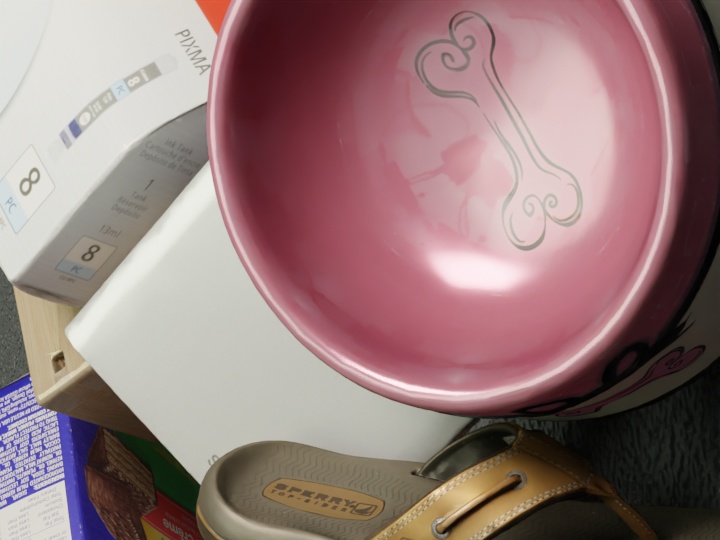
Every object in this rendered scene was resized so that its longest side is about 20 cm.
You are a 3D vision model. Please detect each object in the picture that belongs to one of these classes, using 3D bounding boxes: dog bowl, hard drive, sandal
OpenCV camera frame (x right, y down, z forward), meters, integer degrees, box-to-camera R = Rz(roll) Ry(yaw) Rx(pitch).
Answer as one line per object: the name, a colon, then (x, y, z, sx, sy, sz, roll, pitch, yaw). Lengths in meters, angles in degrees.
dog bowl: (0.038, -0.044, 0.758, 0.199, 0.074, 0.202, 6, 102, 29)
hard drive: (0.000, 0.000, 0.851, 0.132, 0.027, 0.200, 46, 114, 8)
sandal: (0.036, 0.075, 0.797, 0.199, 0.082, 0.055, 11, 116, 27)

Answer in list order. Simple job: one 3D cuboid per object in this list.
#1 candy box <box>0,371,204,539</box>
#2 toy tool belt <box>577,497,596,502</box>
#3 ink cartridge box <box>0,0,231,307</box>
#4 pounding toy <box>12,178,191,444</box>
candy box: (-0.097, 0.164, 1.022, 0.169, 0.077, 0.201, 46, -157, -45)
toy tool belt: (0.050, 0.156, 0.849, 0.200, 0.124, 0.124, -135, 54, -62)
ink cartridge box: (-0.093, -0.111, 0.955, 0.200, 0.047, 0.160, -48, 50, 19)
pounding toy: (-0.061, 0.013, 1.052, 0.142, 0.199, 0.185, -33, 55, 27)
